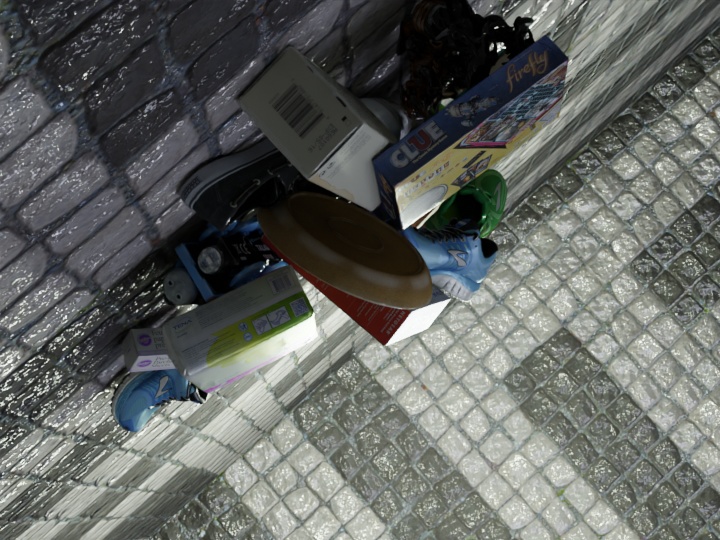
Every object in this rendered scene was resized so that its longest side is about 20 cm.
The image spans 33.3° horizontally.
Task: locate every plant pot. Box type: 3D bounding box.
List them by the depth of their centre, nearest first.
[{"bbox_3d":[-0.010,-0.028,1.226,0.028,0.200,0.200,-62,165,21],"label":"plant pot"}]

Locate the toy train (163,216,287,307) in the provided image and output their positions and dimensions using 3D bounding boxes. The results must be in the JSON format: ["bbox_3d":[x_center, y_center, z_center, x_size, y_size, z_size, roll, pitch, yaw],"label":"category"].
[{"bbox_3d":[-0.144,0.000,1.330,0.114,0.087,0.200,-37,172,17],"label":"toy train"}]

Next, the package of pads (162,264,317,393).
[{"bbox_3d":[-0.127,0.066,1.292,0.154,0.068,0.200,-26,170,-6],"label":"package of pads"}]

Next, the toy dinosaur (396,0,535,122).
[{"bbox_3d":[0.089,-0.228,1.164,0.102,0.136,0.200,-38,146,-26],"label":"toy dinosaur"}]

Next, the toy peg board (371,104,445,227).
[{"bbox_3d":[0.076,-0.125,1.593,0.199,0.098,0.200,-47,178,24],"label":"toy peg board"}]

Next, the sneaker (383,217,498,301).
[{"bbox_3d":[0.091,-0.034,1.397,0.090,0.078,0.200,-51,145,14],"label":"sneaker"}]

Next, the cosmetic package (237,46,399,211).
[{"bbox_3d":[-0.024,-0.126,1.113,0.073,0.104,0.200,-44,164,7],"label":"cosmetic package"}]

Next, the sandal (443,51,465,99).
[{"bbox_3d":[0.086,-0.225,1.346,0.054,0.081,0.200,-21,177,4],"label":"sandal"}]

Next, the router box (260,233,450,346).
[{"bbox_3d":[0.000,0.000,1.353,0.049,0.179,0.200,-52,168,13],"label":"router box"}]

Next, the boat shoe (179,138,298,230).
[{"bbox_3d":[-0.099,-0.087,1.186,0.069,0.057,0.200,-49,170,36],"label":"boat shoe"}]

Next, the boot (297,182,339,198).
[{"bbox_3d":[-0.107,-0.030,1.465,0.200,0.070,0.132,-47,167,-24],"label":"boot"}]

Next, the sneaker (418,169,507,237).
[{"bbox_3d":[0.142,-0.074,1.521,0.084,0.074,0.200,-43,-179,45],"label":"sneaker"}]

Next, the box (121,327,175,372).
[{"bbox_3d":[-0.186,0.090,1.445,0.199,0.039,0.041,-1,147,-34],"label":"box"}]

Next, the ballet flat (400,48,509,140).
[{"bbox_3d":[0.105,-0.151,1.265,0.200,0.070,0.069,-42,172,0],"label":"ballet flat"}]

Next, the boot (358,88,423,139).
[{"bbox_3d":[0.031,-0.175,1.353,0.096,0.074,0.200,-47,-179,-11],"label":"boot"}]

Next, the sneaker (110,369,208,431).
[{"bbox_3d":[-0.242,0.146,1.528,0.200,0.090,0.078,-48,171,28],"label":"sneaker"}]

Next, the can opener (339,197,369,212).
[{"bbox_3d":[0.041,-0.120,1.471,0.200,0.063,0.079,-27,-147,33],"label":"can opener"}]

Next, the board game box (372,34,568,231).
[{"bbox_3d":[0.105,-0.127,1.143,0.200,0.035,0.136,-36,165,-5],"label":"board game box"}]

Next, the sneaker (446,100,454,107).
[{"bbox_3d":[0.097,-0.148,1.352,0.200,0.080,0.086,-41,157,-10],"label":"sneaker"}]
